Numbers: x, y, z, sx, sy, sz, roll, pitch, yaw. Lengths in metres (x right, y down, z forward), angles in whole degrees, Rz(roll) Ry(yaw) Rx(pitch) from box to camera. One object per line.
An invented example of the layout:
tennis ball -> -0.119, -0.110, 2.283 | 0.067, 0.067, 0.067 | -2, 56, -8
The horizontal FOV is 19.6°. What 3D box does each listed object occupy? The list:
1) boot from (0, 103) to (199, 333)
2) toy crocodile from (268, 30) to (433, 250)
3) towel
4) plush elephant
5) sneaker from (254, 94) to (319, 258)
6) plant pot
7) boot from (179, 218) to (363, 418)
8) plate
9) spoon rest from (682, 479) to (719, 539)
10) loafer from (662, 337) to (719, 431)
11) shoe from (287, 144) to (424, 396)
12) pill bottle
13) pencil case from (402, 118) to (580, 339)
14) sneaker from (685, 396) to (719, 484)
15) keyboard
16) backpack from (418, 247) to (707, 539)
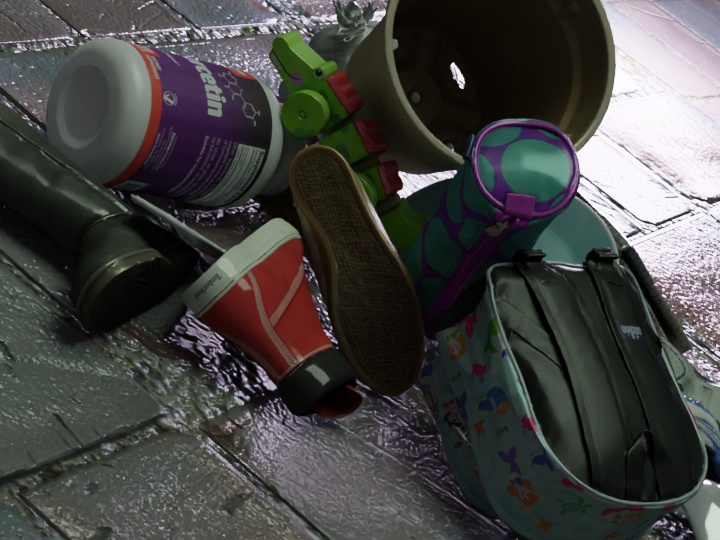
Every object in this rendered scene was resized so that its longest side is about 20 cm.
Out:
boot -> -0.220, -0.048, 1.446 | 0.200, 0.073, 0.182 | 42, 9, 5
toy crocodile -> -0.009, -0.103, 1.653 | 0.200, 0.062, 0.067 | 61, 22, 1
towel -> 0.223, -0.018, 1.953 | 0.193, 0.035, 0.200 | 51, 0, 42
plush elephant -> 0.006, -0.135, 1.858 | 0.164, 0.155, 0.200 | -5, -17, 5
sneaker -> -0.041, -0.069, 1.750 | 0.090, 0.075, 0.200 | 22, 29, -45
plant pot -> 0.078, -0.160, 1.703 | 0.200, 0.201, 0.183 | 26, -16, -17
boot -> -0.049, 0.041, 1.518 | 0.144, 0.072, 0.200 | 46, 15, -2
plate -> 0.107, -0.002, 1.669 | 0.200, 0.026, 0.200 | 0, 47, 0
spoon rest -> 0.288, 0.224, 1.590 | 0.099, 0.061, 0.200 | 47, 5, -26
loafer -> 0.273, 0.115, 1.819 | 0.200, 0.063, 0.072 | 29, 53, 0
shoe -> 0.000, 0.000, 1.586 | 0.053, 0.070, 0.200 | 65, 5, -82
pill bottle -> -0.140, -0.111, 1.633 | 0.200, 0.113, 0.112 | 9, 32, -46
pencil case -> 0.091, -0.030, 1.539 | 0.085, 0.200, 0.093 | 25, 58, -1
sneaker -> 0.229, 0.133, 1.678 | 0.200, 0.077, 0.085 | 17, 31, -35
keyboard -> -0.127, -0.029, 1.516 | 0.056, 0.011, 0.200 | 38, -1, 6
backpack -> 0.147, 0.104, 1.494 | 0.177, 0.151, 0.200 | 1, 52, -39
